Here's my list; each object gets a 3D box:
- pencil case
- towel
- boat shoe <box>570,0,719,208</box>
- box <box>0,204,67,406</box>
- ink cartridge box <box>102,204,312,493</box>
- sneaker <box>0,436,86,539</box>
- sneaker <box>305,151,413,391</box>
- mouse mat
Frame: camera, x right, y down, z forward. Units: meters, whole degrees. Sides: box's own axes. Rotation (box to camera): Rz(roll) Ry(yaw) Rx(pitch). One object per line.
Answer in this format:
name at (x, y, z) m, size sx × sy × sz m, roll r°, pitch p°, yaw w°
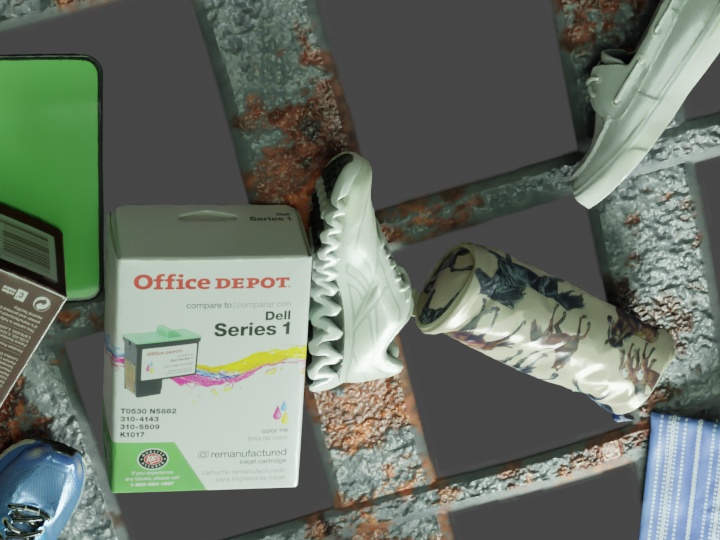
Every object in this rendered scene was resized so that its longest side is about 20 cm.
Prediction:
pencil case at (0.137, 0.046, 1.640) m, size 0.200 × 0.078 × 0.089 m, roll 24°, pitch 138°, yaw -21°
towel at (0.323, 0.198, 1.731) m, size 0.199 × 0.024 × 0.145 m, roll 12°, pitch 117°, yaw 19°
boat shoe at (0.203, -0.139, 1.565) m, size 0.068 × 0.072 × 0.200 m, roll 33°, pitch 115°, yaw -2°
box at (-0.289, 0.058, 1.549) m, size 0.075 × 0.100 × 0.200 m, roll 23°, pitch 113°, yaw -22°
ink cartridge box at (-0.116, 0.058, 1.595) m, size 0.144 × 0.084 × 0.201 m, roll -1°, pitch 117°, yaw -10°
sneaker at (-0.266, 0.218, 1.648) m, size 0.078 × 0.089 × 0.200 m, roll 21°, pitch 112°, yaw -21°
sneaker at (0.000, 0.000, 1.591) m, size 0.081 × 0.075 × 0.200 m, roll 1°, pitch 125°, yaw -4°
mouse mat at (-0.265, -0.063, 1.547) m, size 0.160 × 0.008 × 0.201 m, roll -2°, pitch 117°, yaw -10°
